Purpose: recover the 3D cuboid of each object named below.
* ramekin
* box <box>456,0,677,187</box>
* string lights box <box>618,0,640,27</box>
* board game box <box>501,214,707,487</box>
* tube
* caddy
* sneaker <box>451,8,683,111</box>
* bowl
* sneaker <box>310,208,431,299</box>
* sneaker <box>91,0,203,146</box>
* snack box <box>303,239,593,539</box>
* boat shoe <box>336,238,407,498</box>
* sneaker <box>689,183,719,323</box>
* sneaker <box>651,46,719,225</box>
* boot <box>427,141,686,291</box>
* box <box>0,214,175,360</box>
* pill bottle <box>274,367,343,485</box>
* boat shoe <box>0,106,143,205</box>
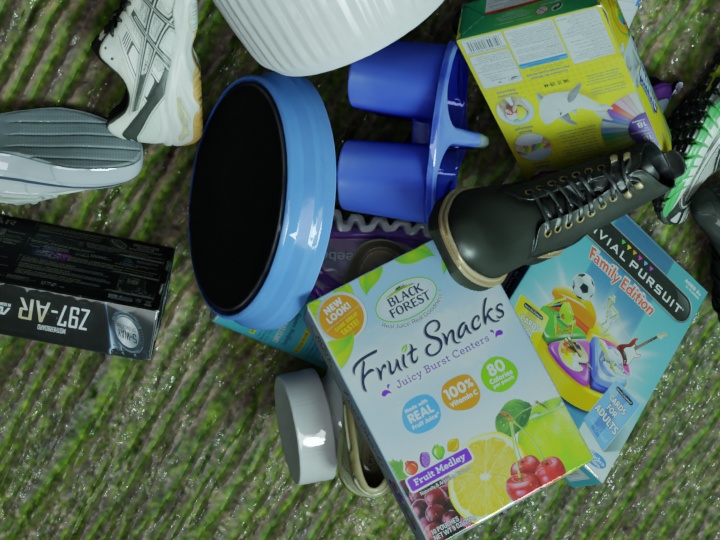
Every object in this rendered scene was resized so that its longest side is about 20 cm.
[{"bbox_3d":[-0.021,-0.232,1.223,0.198,0.201,0.106,-25,117,7],"label":"ramekin"},{"bbox_3d":[0.163,-0.128,1.250,0.116,0.049,0.201,-10,133,24],"label":"box"},{"bbox_3d":[0.197,-0.286,1.248,0.059,0.102,0.202,31,110,30],"label":"string lights box"},{"bbox_3d":[0.179,0.048,1.336,0.151,0.047,0.201,41,64,-14],"label":"board game box"},{"bbox_3d":[-0.029,0.053,1.399,0.198,0.051,0.078,21,117,-16],"label":"tube"},{"bbox_3d":[0.048,-0.106,1.267,0.104,0.200,0.143,8,94,8],"label":"caddy"},{"bbox_3d":[0.165,-0.171,1.317,0.199,0.074,0.088,33,95,-23],"label":"sneaker"},{"bbox_3d":[-0.082,-0.055,1.276,0.039,0.201,0.203,5,111,-29],"label":"bowl"},{"bbox_3d":[0.000,0.000,1.346,0.197,0.081,0.090,9,77,0],"label":"sneaker"},{"bbox_3d":[-0.169,-0.194,1.290,0.086,0.076,0.203,-1,108,-5],"label":"sneaker"},{"bbox_3d":[0.063,0.087,1.226,0.141,0.053,0.202,-26,81,-11],"label":"snack box"},{"bbox_3d":[0.015,0.074,1.275,0.072,0.063,0.203,8,81,-4],"label":"boat shoe"},{"bbox_3d":[0.321,0.007,1.352,0.090,0.076,0.200,-36,126,20],"label":"sneaker"},{"bbox_3d":[0.306,-0.118,1.327,0.085,0.078,0.201,31,105,-12],"label":"sneaker"},{"bbox_3d":[0.144,-0.052,1.194,0.137,0.199,0.078,-26,89,30],"label":"boot"},{"bbox_3d":[-0.254,0.007,1.315,0.197,0.160,0.044,11,108,-6],"label":"box"},{"bbox_3d":[0.034,0.114,1.363,0.197,0.110,0.111,-10,110,-13],"label":"pill bottle"},{"bbox_3d":[-0.277,-0.089,1.339,0.197,0.074,0.067,7,138,-6],"label":"boat shoe"}]
